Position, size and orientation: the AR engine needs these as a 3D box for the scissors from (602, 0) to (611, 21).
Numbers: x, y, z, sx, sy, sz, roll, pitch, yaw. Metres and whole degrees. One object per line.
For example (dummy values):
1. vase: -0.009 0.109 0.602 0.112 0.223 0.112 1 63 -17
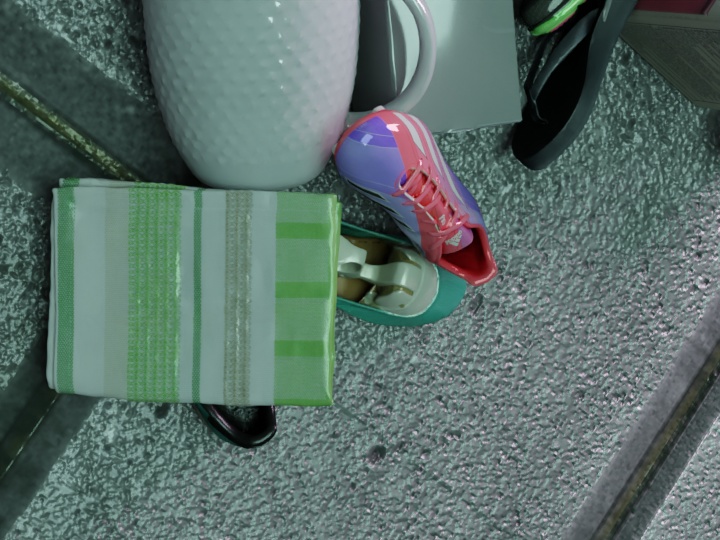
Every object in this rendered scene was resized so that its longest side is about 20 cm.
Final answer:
1. scissors: 0.201 -0.264 1.619 0.014 0.073 0.201 12 76 4

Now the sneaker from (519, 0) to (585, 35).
1. sneaker: 0.144 -0.269 1.621 0.083 0.077 0.201 17 79 -19

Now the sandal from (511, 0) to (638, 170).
1. sandal: 0.157 -0.170 1.630 0.043 0.076 0.201 27 85 -24

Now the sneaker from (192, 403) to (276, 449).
1. sneaker: -0.112 0.037 1.534 0.071 0.080 0.201 -34 109 -13

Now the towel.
1. towel: -0.113 0.016 1.489 0.199 0.031 0.150 3 95 9

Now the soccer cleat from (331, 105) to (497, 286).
1. soccer cleat: 0.043 -0.050 1.520 0.067 0.077 0.200 -40 152 3

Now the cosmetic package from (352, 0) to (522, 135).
1. cosmetic package: 0.048 -0.199 1.576 0.106 0.090 0.201 -7 102 -23

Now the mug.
1. mug: -0.047 -0.151 1.494 0.199 0.148 0.176 -2 112 -2

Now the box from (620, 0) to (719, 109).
1. box: 0.289 -0.192 1.617 0.128 0.200 0.109 39 82 -24

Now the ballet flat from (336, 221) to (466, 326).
1. ballet flat: 0.000 0.000 1.585 0.199 0.070 0.068 16 87 -25
